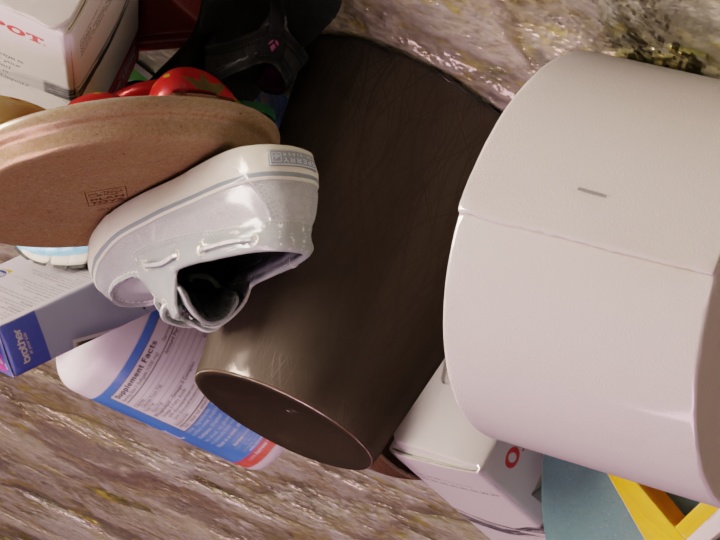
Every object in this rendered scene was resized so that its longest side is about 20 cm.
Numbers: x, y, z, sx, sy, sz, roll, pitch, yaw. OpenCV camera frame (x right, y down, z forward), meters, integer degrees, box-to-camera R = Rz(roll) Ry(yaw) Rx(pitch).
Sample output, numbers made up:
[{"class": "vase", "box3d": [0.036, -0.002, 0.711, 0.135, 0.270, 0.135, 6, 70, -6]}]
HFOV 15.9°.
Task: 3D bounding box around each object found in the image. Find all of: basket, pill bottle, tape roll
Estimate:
[{"class": "basket", "box3d": [0.000, 0.000, 1.458, 0.180, 0.201, 0.136, 36, 160, -29]}, {"class": "pill bottle", "box3d": [-0.133, 0.045, 1.705, 0.199, 0.113, 0.112, 26, 163, -17]}, {"class": "tape roll", "box3d": [0.149, 0.003, 1.259, 0.139, 0.203, 0.203, 16, 159, 31]}]

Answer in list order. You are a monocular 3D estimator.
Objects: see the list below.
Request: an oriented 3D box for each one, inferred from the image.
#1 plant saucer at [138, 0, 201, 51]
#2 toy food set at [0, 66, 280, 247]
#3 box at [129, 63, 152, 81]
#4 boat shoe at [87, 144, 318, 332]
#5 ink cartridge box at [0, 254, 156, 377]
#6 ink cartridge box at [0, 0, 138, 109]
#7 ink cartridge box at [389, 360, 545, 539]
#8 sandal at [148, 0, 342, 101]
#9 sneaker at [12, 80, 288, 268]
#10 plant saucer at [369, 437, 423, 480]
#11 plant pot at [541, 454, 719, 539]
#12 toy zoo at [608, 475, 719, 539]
[{"class": "plant saucer", "box3d": [-0.167, -0.182, 1.457, 0.199, 0.037, 0.200, 38, 158, -32]}, {"class": "toy food set", "box3d": [-0.141, -0.061, 1.390, 0.199, 0.049, 0.198, -14, 163, 12]}, {"class": "box", "box3d": [-0.247, -0.121, 1.638, 0.200, 0.097, 0.176, 38, 158, -30]}, {"class": "boat shoe", "box3d": [-0.088, -0.005, 1.383, 0.070, 0.072, 0.201, 8, 158, -32]}, {"class": "ink cartridge box", "box3d": [-0.181, 0.013, 1.570, 0.119, 0.199, 0.042, 15, 124, 59]}, {"class": "ink cartridge box", "box3d": [-0.200, -0.151, 1.393, 0.144, 0.084, 0.200, 25, 163, 3]}, {"class": "ink cartridge box", "box3d": [0.129, 0.108, 1.658, 0.084, 0.146, 0.200, 12, 157, 45]}, {"class": "sandal", "box3d": [-0.062, -0.113, 1.407, 0.075, 0.048, 0.200, 2, 155, -23]}, {"class": "sneaker", "box3d": [-0.129, -0.071, 1.549, 0.090, 0.199, 0.078, 62, -167, -15]}, {"class": "plant saucer", "box3d": [-0.015, 0.052, 1.664, 0.037, 0.201, 0.200, -29, 136, 16]}, {"class": "plant pot", "box3d": [0.191, 0.095, 1.523, 0.200, 0.200, 0.135, 5, 122, 48]}, {"class": "toy zoo", "box3d": [0.217, 0.110, 1.395, 0.131, 0.200, 0.020, 51, -149, 15]}]
